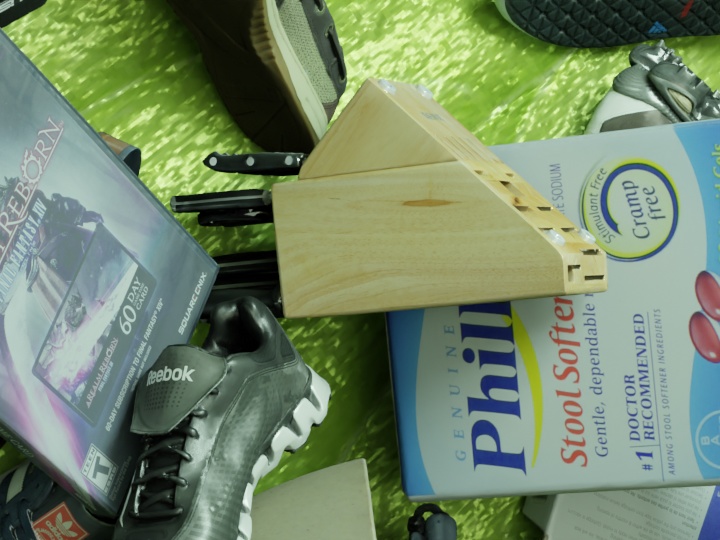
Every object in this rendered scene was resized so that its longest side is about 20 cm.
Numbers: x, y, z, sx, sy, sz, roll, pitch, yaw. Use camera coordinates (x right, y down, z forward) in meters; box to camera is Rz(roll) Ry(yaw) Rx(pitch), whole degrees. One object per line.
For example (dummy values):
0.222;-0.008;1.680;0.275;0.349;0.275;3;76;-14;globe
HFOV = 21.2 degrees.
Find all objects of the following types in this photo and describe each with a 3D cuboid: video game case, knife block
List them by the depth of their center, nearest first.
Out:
-0.143;0.004;0.877;0.200;0.019;0.143;51;50;-46;video game case
0.000;0.000;0.975;0.200;0.064;0.176;43;109;19;knife block

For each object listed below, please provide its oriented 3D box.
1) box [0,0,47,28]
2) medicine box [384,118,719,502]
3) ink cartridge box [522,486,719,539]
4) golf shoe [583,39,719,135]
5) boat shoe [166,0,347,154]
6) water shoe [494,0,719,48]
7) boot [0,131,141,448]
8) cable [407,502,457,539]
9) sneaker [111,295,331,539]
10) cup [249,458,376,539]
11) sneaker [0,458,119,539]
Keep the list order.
-0.279;-0.162;0.907;0.200;0.048;0.193;-34;74;-21;box
0.121;0.023;1.018;0.199;0.103;0.183;-6;88;19;medicine box
0.195;0.134;1.130;0.197;0.047;0.201;25;79;-21;ink cartridge box
0.207;-0.044;1.139;0.200;0.078;0.095;39;98;-21;golf shoe
-0.058;-0.150;1.000;0.065;0.073;0.201;-58;145;-34;boat shoe
0.163;-0.180;1.133;0.199;0.072;0.079;-2;60;-22;water shoe
-0.195;0.009;0.970;0.097;0.075;0.201;27;88;7;boot
0.062;0.231;1.007;0.051;0.163;0.201;-16;113;5;cable
-0.081;0.084;0.903;0.091;0.066;0.200;65;35;-28;sneaker
-0.053;0.203;0.954;0.142;0.200;0.201;-9;90;-1;cup
-0.163;0.133;0.952;0.200;0.084;0.075;-44;103;-19;sneaker
